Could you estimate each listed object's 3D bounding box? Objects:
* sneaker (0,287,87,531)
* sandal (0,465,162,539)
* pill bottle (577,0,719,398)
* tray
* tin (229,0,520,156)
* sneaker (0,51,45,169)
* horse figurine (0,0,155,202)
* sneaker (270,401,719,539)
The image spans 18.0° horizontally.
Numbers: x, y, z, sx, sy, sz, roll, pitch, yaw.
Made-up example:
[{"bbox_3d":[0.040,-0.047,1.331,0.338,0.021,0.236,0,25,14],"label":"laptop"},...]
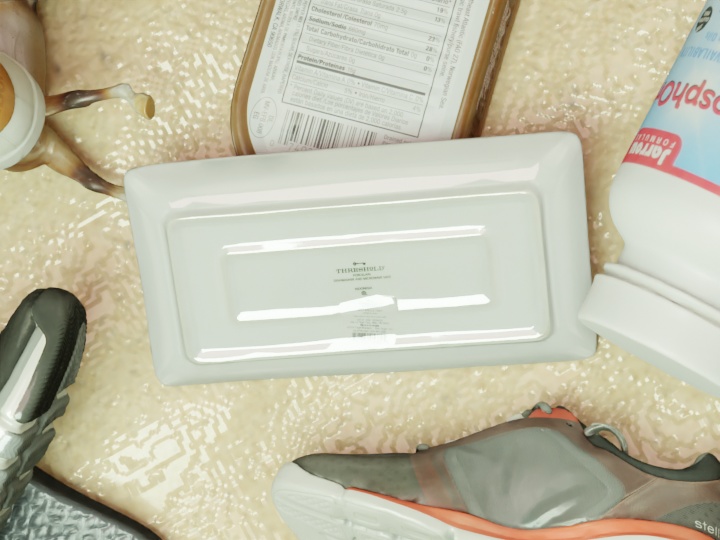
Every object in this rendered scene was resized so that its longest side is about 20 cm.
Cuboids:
[{"bbox_3d":[-0.202,0.081,0.958,0.115,0.075,0.200,27,97,4],"label":"sneaker"},{"bbox_3d":[-0.173,0.100,1.015,0.200,0.043,0.076,38,96,1],"label":"sandal"},{"bbox_3d":[0.172,-0.050,0.948,0.109,0.109,0.200,28,87,10],"label":"pill bottle"},{"bbox_3d":[0.000,0.000,0.984,0.199,0.022,0.108,-4,113,7],"label":"tray"},{"bbox_3d":[0.010,-0.110,1.014,0.112,0.042,0.201,15,85,5],"label":"tin"},{"bbox_3d":[-0.231,-0.101,0.940,0.200,0.085,0.073,18,86,8],"label":"sneaker"},{"bbox_3d":[-0.149,-0.106,1.023,0.132,0.050,0.201,1,89,21],"label":"horse figurine"},{"bbox_3d":[0.063,0.097,0.976,0.199,0.077,0.082,9,57,8],"label":"sneaker"}]
